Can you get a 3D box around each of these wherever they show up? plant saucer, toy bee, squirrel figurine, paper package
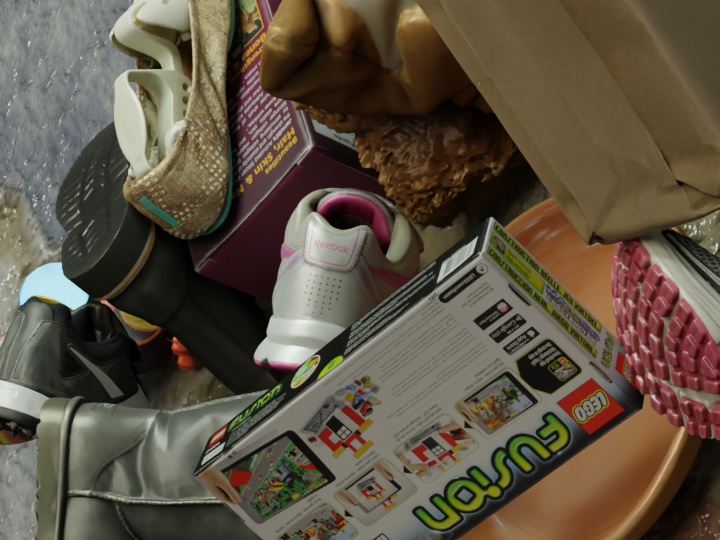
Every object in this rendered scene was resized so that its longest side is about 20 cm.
[{"bbox_3d":[0.105,0.059,1.235,0.200,0.037,0.201,-26,55,43],"label":"plant saucer"},{"bbox_3d":[-0.157,0.037,1.523,0.109,0.131,0.200,36,91,28],"label":"toy bee"},{"bbox_3d":[0.053,-0.108,1.293,0.200,0.186,0.142,105,-175,-65],"label":"squirrel figurine"},{"bbox_3d":[0.127,-0.147,1.128,0.103,0.191,0.200,-22,21,45],"label":"paper package"}]

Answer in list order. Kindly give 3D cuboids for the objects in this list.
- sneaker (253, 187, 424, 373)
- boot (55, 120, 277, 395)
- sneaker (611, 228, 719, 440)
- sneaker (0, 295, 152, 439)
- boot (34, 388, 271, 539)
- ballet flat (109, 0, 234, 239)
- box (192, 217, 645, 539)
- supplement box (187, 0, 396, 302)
[{"bbox_3d":[0.000,0.000,1.301,0.200,0.081,0.089,-65,-13,-79],"label":"sneaker"},{"bbox_3d":[-0.107,-0.009,1.488,0.077,0.138,0.200,-40,24,23],"label":"boot"},{"bbox_3d":[0.181,0.042,1.102,0.200,0.074,0.081,44,147,40],"label":"sneaker"},{"bbox_3d":[-0.148,0.068,1.433,0.066,0.200,0.091,10,77,26],"label":"sneaker"},{"bbox_3d":[-0.069,0.144,1.310,0.199,0.073,0.183,1,99,10],"label":"boot"},{"bbox_3d":[-0.108,-0.113,1.421,0.070,0.065,0.201,-36,47,37],"label":"ballet flat"},{"bbox_3d":[0.026,0.073,1.193,0.200,0.110,0.035,-38,17,29],"label":"box"},{"bbox_3d":[-0.052,-0.090,1.466,0.110,0.085,0.201,-45,42,28],"label":"supplement box"}]
